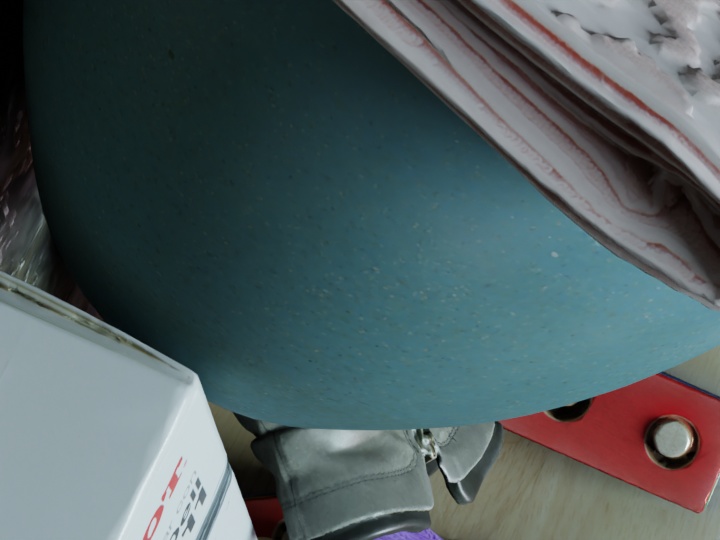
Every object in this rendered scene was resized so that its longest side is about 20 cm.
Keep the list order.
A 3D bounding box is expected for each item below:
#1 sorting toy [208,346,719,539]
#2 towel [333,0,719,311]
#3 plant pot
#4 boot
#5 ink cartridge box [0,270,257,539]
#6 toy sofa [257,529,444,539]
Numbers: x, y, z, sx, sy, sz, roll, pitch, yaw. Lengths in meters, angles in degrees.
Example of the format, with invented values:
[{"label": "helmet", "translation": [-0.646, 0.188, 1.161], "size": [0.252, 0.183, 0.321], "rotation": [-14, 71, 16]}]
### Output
[{"label": "sorting toy", "translation": [0.017, 0.071, 0.807], "size": [0.070, 0.198, 0.200], "rotation": [12, 102, -81]}, {"label": "towel", "translation": [0.028, -0.097, 0.485], "size": [0.032, 0.191, 0.200], "rotation": [-46, -176, 31]}, {"label": "plant pot", "translation": [0.003, -0.043, 0.553], "size": [0.135, 0.200, 0.200], "rotation": [-45, -177, 30]}, {"label": "boot", "translation": [0.000, 0.000, 0.724], "size": [0.068, 0.131, 0.200], "rotation": [-26, -171, 31]}, {"label": "ink cartridge box", "translation": [-0.094, 0.095, 0.593], "size": [0.200, 0.083, 0.147], "rotation": [82, 33, -73]}, {"label": "toy sofa", "translation": [0.047, 0.147, 0.719], "size": [0.098, 0.200, 0.083], "rotation": [-55, -170, 0]}]
